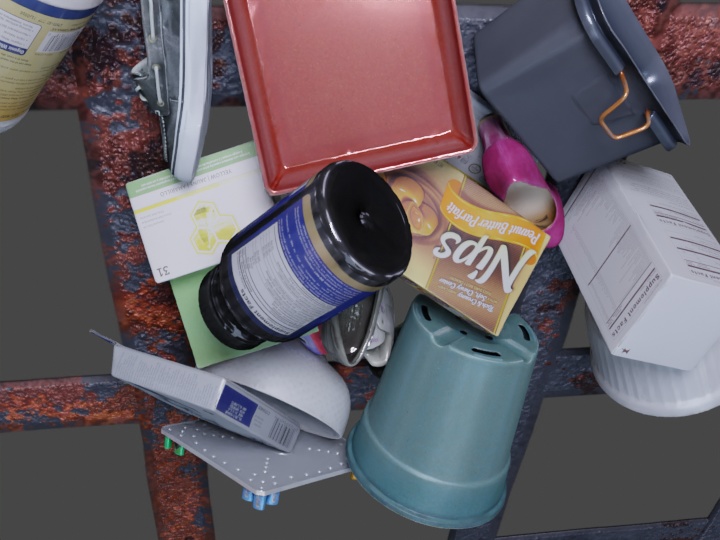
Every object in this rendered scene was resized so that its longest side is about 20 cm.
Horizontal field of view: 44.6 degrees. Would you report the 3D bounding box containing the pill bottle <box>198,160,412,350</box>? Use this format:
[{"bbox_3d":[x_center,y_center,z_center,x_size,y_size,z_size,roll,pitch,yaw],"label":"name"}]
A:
[{"bbox_3d":[-0.057,-0.004,0.786,0.111,0.114,0.198,29,137,-33],"label":"pill bottle"}]

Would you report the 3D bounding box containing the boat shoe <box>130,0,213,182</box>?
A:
[{"bbox_3d":[-0.171,-0.177,0.791,0.069,0.073,0.204,6,123,-5],"label":"boat shoe"}]

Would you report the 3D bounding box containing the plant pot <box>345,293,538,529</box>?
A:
[{"bbox_3d":[0.101,0.142,0.984,0.195,0.201,0.200,8,116,-18],"label":"plant pot"}]

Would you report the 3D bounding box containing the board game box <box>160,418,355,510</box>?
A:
[{"bbox_3d":[-0.110,0.221,1.066,0.197,0.197,0.027,-2,105,-47],"label":"board game box"}]

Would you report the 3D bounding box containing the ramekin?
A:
[{"bbox_3d":[0.358,0.059,1.026,0.196,0.203,0.099,-21,127,11],"label":"ramekin"}]

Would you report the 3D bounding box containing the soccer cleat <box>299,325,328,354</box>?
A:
[{"bbox_3d":[-0.090,0.013,0.974,0.075,0.067,0.202,-11,124,27],"label":"soccer cleat"}]

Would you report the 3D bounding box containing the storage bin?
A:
[{"bbox_3d":[0.201,-0.171,0.816,0.133,0.148,0.199,-26,134,30],"label":"storage bin"}]

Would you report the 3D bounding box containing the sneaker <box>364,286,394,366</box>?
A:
[{"bbox_3d":[0.006,0.025,0.992,0.073,0.101,0.202,-14,134,8],"label":"sneaker"}]

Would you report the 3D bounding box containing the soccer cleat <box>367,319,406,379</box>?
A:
[{"bbox_3d":[0.096,0.072,1.096,0.198,0.066,0.083,-34,161,17],"label":"soccer cleat"}]

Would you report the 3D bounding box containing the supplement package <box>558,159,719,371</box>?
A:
[{"bbox_3d":[0.301,-0.011,0.932,0.107,0.202,0.115,12,129,-21],"label":"supplement package"}]

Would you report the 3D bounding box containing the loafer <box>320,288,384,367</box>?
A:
[{"bbox_3d":[0.000,0.000,0.911,0.068,0.070,0.205,1,106,-18],"label":"loafer"}]

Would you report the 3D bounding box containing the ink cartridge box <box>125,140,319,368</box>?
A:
[{"bbox_3d":[-0.137,-0.012,0.888,0.142,0.048,0.205,-16,94,6],"label":"ink cartridge box"}]

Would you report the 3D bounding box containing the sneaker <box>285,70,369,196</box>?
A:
[{"bbox_3d":[-0.056,-0.117,0.848,0.088,0.067,0.204,16,113,-4],"label":"sneaker"}]

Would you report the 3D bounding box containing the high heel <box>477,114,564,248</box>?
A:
[{"bbox_3d":[0.177,-0.065,0.905,0.066,0.097,0.201,-21,135,11],"label":"high heel"}]

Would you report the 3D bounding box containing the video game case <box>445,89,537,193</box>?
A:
[{"bbox_3d":[0.067,-0.113,0.922,0.198,0.023,0.182,26,125,-32],"label":"video game case"}]

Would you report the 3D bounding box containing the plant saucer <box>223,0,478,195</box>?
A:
[{"bbox_3d":[-0.009,-0.186,0.771,0.195,0.037,0.205,-12,103,1],"label":"plant saucer"}]

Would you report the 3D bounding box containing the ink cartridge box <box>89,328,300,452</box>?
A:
[{"bbox_3d":[-0.192,0.142,1.004,0.196,0.041,0.200,15,163,27],"label":"ink cartridge box"}]

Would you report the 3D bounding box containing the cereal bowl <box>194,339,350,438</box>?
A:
[{"bbox_3d":[-0.096,0.125,1.049,0.196,0.085,0.201,22,163,7],"label":"cereal bowl"}]

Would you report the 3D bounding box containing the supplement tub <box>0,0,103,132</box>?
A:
[{"bbox_3d":[-0.300,-0.199,0.682,0.143,0.146,0.200,28,124,-33],"label":"supplement tub"}]

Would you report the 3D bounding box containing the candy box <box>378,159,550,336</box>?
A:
[{"bbox_3d":[0.081,-0.036,0.875,0.198,0.055,0.117,32,86,-19],"label":"candy box"}]
